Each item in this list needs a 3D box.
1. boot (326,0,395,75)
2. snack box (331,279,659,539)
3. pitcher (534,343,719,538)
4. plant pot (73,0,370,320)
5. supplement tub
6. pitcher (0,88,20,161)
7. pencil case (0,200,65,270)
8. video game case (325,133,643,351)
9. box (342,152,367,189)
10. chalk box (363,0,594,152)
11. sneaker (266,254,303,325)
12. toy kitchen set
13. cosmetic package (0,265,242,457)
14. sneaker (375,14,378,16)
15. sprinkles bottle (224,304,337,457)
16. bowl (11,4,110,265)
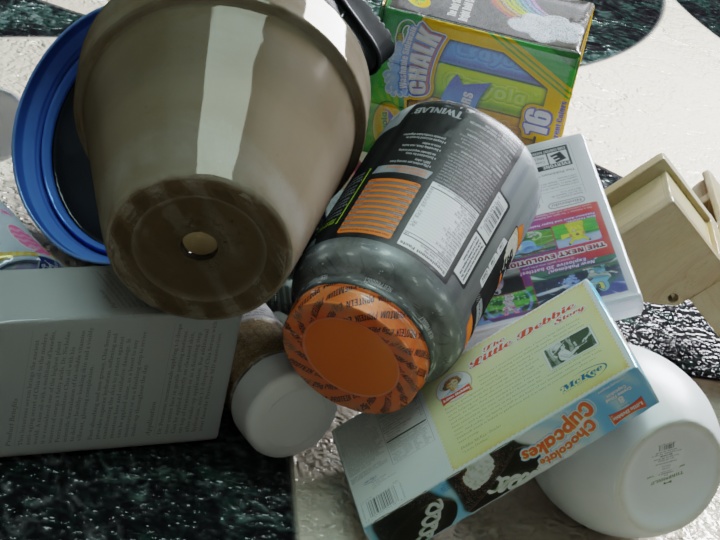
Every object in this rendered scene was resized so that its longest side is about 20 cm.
[{"bbox_3d":[-0.083,-0.168,1.570,0.198,0.073,0.162,49,63,-8],"label":"boot"},{"bbox_3d":[0.082,0.094,1.412,0.199,0.037,0.116,-31,30,6],"label":"snack box"},{"bbox_3d":[0.134,0.107,1.482,0.171,0.122,0.200,-19,26,-19],"label":"pitcher"},{"bbox_3d":[-0.095,-0.067,1.415,0.199,0.201,0.174,11,41,-6],"label":"plant pot"},{"bbox_3d":[0.032,-0.008,1.455,0.122,0.123,0.200,21,49,14],"label":"supplement tub"},{"bbox_3d":[-0.366,-0.163,1.752,0.170,0.122,0.201,-11,44,-15],"label":"pitcher"},{"bbox_3d":[-0.279,-0.018,1.539,0.090,0.083,0.200,22,14,-43],"label":"pencil case"},{"bbox_3d":[0.082,-0.012,1.559,0.199,0.023,0.183,-13,42,0],"label":"video game case"},{"bbox_3d":[0.067,-0.076,1.800,0.127,0.110,0.200,3,28,-20],"label":"box"},{"bbox_3d":[0.065,-0.154,1.693,0.199,0.125,0.125,14,27,5],"label":"chalk box"},{"bbox_3d":[0.000,0.000,1.635,0.199,0.091,0.067,8,25,-12],"label":"sneaker"},{"bbox_3d":[0.222,0.022,1.725,0.200,0.180,0.163,49,20,-22],"label":"toy kitchen set"},{"bbox_3d":[-0.185,0.057,1.419,0.199,0.102,0.071,-2,28,-31],"label":"cosmetic package"},{"bbox_3d":[0.017,-0.180,1.979,0.073,0.112,0.200,24,28,18],"label":"sneaker"},{"bbox_3d":[-0.086,0.048,1.523,0.068,0.069,0.200,-2,30,-29],"label":"sprinkles bottle"},{"bbox_3d":[-0.167,-0.100,1.648,0.200,0.202,0.039,28,3,28],"label":"bowl"}]
